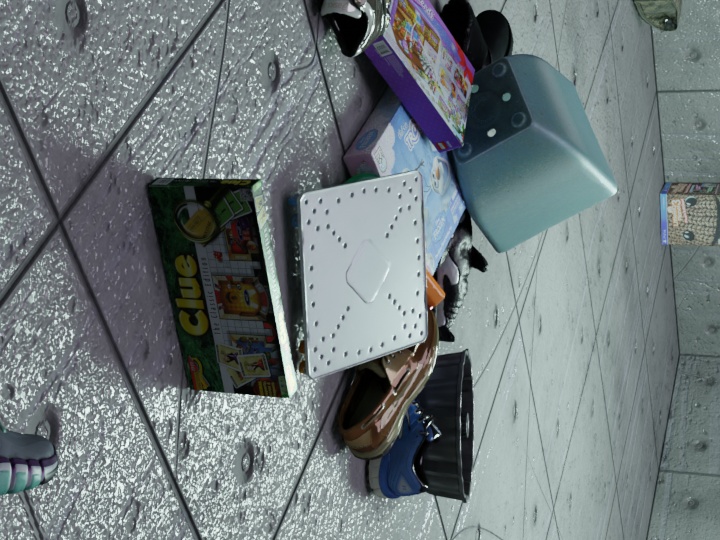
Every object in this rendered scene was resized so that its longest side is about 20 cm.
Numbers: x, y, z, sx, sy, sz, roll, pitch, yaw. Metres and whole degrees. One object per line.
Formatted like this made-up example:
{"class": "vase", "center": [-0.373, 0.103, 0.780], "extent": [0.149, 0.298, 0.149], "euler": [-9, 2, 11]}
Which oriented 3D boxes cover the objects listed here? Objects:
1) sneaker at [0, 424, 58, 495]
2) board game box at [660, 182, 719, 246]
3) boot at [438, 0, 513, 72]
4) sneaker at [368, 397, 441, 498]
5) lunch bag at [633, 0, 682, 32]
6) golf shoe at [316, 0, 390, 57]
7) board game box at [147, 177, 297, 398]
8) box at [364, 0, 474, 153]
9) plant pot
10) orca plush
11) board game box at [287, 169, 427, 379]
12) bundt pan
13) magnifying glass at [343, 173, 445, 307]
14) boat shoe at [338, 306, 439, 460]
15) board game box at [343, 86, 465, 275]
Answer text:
{"class": "sneaker", "center": [-0.260, 0.101, 0.826], "extent": [0.200, 0.073, 0.089], "euler": [3, 84, -68]}
{"class": "board game box", "center": [0.982, -0.164, 3.795], "extent": [0.097, 0.197, 0.162], "euler": [-46, 133, -58]}
{"class": "boot", "center": [0.158, -0.332, 1.863], "extent": [0.163, 0.072, 0.201], "euler": [53, 44, -53]}
{"class": "sneaker", "center": [0.061, 0.183, 1.625], "extent": [0.078, 0.088, 0.203], "euler": [-2, 91, -68]}
{"class": "lunch bag", "center": [0.765, -0.719, 3.311], "extent": [0.200, 0.116, 0.167], "euler": [31, 62, -60]}
{"class": "golf shoe", "center": [-0.012, -0.327, 1.416], "extent": [0.095, 0.077, 0.202], "euler": [-65, 148, -44]}
{"class": "board game box", "center": [-0.119, 0.017, 1.133], "extent": [0.023, 0.103, 0.203], "euler": [-46, 133, -54]}
{"class": "box", "center": [0.073, -0.262, 1.606], "extent": [0.200, 0.039, 0.138], "euler": [49, 41, -38]}
{"class": "plant pot", "center": [0.202, -0.176, 1.767], "extent": [0.200, 0.195, 0.198], "euler": [32, 35, -56]}
{"class": "orca plush", "center": [0.143, 0.000, 1.825], "extent": [0.105, 0.070, 0.203], "euler": [42, 52, -75]}
{"class": "board game box", "center": [0.000, 0.000, 1.449], "extent": [0.199, 0.026, 0.203], "euler": [-15, 107, -45]}
{"class": "bundt pan", "center": [0.108, 0.206, 1.734], "extent": [0.202, 0.075, 0.205], "euler": [-1, 90, -79]}
{"class": "magnifying glass", "center": [0.039, -0.031, 1.529], "extent": [0.080, 0.022, 0.201], "euler": [-44, 123, -8]}
{"class": "boat shoe", "center": [0.032, 0.123, 1.543], "extent": [0.074, 0.075, 0.202], "euler": [48, 58, -47]}
{"class": "board game box", "center": [0.060, -0.107, 1.620], "extent": [0.201, 0.043, 0.201], "euler": [67, 31, -28]}
